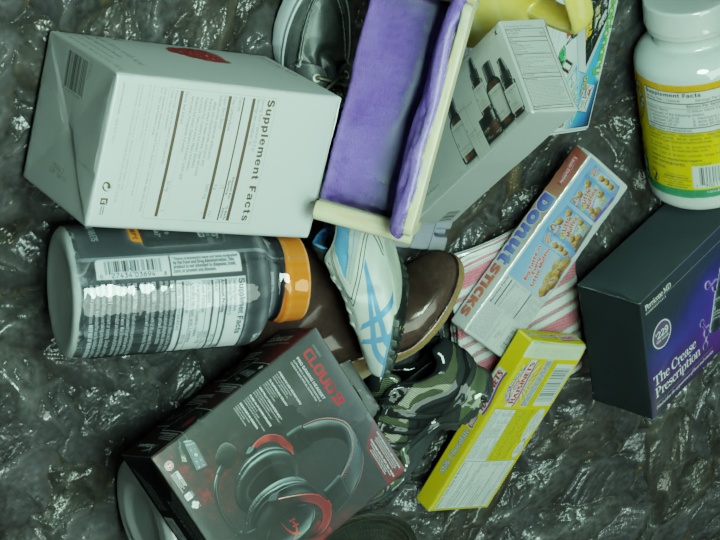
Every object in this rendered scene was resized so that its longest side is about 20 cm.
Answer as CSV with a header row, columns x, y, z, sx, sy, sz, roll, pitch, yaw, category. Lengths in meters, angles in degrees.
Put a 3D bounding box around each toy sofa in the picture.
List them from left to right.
x,y,z,sx,sy,sz,roll,pitch,yaw,category
0.027,-0.127,1.367,0.082,0.098,0.201,16,98,5,toy sofa

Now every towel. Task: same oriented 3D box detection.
x,y,z,sx,sy,sz,roll,pitch,yaw,category
0.147,0.046,1.717,0.146,0.030,0.201,-26,127,-23,towel

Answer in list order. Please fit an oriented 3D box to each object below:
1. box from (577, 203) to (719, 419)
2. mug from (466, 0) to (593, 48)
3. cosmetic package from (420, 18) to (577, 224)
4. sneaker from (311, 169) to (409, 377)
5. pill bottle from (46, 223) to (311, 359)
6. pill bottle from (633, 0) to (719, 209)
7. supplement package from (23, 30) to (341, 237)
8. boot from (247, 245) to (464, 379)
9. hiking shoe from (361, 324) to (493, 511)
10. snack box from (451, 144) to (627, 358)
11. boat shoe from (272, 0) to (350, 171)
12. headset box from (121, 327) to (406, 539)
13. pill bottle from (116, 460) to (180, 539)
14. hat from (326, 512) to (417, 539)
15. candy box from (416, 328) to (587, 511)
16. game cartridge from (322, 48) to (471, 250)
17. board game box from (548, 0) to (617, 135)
x,y,z,sx,sy,sz,roll,pitch,yaw,category
0.304,0.027,1.752,0.200,0.079,0.142,-39,129,-35,box
0.096,-0.249,1.440,0.149,0.187,0.153,-19,134,10,mug
0.091,-0.116,1.444,0.050,0.083,0.200,-5,158,-31,cosmetic package
0.000,0.000,1.495,0.072,0.072,0.201,-2,120,13,sneaker
-0.142,0.011,1.421,0.199,0.106,0.107,-4,115,-23,pill bottle
0.314,-0.168,1.672,0.112,0.113,0.201,-28,126,-21,pill bottle
-0.137,-0.104,1.377,0.199,0.121,0.120,2,110,-37,supplement package
-0.014,0.020,1.549,0.200,0.072,0.166,-41,134,-2,boot
0.023,0.135,1.654,0.200,0.076,0.101,-43,109,-7,hiking shoe
0.167,-0.016,1.660,0.072,0.024,0.200,34,92,-44,snack box
-0.036,-0.140,1.467,0.070,0.066,0.201,-1,113,-34,boat shoe
-0.070,0.151,1.466,0.200,0.075,0.149,-37,103,-25,headset box
-0.101,0.187,1.553,0.199,0.111,0.112,-16,121,-28,pill bottle
-0.041,0.299,1.674,0.200,0.081,0.202,-23,127,-34,hat
0.136,0.146,1.723,0.102,0.026,0.201,9,117,-50,candy box
0.044,-0.118,1.559,0.129,0.038,0.201,6,108,-33,game cartridge
0.177,-0.219,1.581,0.126,0.035,0.201,-12,119,-49,board game box
